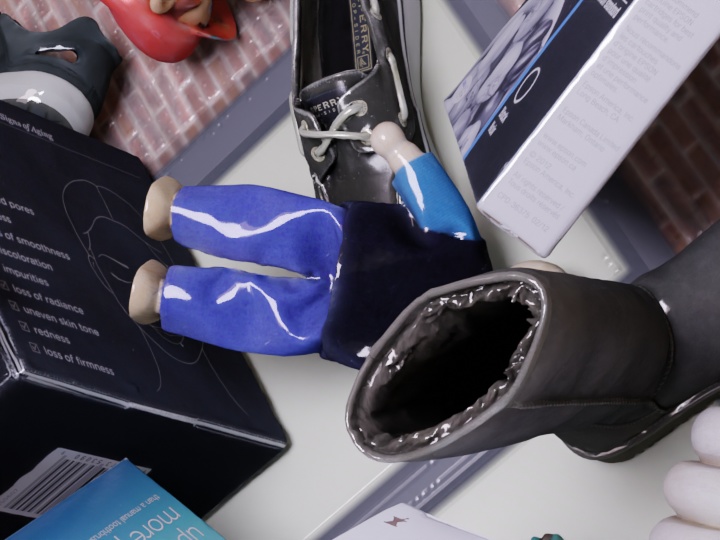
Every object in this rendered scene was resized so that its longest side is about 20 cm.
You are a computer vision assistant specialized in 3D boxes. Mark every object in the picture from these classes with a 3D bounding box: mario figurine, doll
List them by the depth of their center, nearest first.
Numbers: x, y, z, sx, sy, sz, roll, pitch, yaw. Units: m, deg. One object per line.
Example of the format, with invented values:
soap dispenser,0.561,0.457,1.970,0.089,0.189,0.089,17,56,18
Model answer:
doll,0.000,0.000,0.997,0.199,0.048,0.137,10,88,9
mario figurine,-0.058,-0.186,1.100,0.106,0.123,0.200,38,127,10

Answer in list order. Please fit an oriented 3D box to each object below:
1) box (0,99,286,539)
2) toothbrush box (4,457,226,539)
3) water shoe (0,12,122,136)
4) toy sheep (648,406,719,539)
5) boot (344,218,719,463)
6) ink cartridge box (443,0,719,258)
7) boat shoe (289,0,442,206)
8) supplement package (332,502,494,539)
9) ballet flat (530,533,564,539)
box,-0.169,0.026,1.055,0.124,0.200,0.197,-40,58,20
toothbrush box,-0.083,0.196,0.938,0.200,0.146,0.085,38,128,17
water shoe,-0.212,-0.100,1.217,0.199,0.072,0.079,6,52,37
toy sheep,0.174,0.118,0.842,0.138,0.138,0.201,9,86,35
boot,0.102,0.015,0.873,0.182,0.200,0.073,-47,59,14
ink cartridge box,0.115,-0.116,0.930,0.200,0.043,0.198,-50,11,11
boat shoe,-0.005,-0.071,1.056,0.071,0.064,0.201,-19,66,28
supplement package,0.042,0.186,0.792,0.200,0.156,0.111,16,117,39
ballet flat,0.073,0.214,0.931,0.070,0.067,0.201,19,88,12
